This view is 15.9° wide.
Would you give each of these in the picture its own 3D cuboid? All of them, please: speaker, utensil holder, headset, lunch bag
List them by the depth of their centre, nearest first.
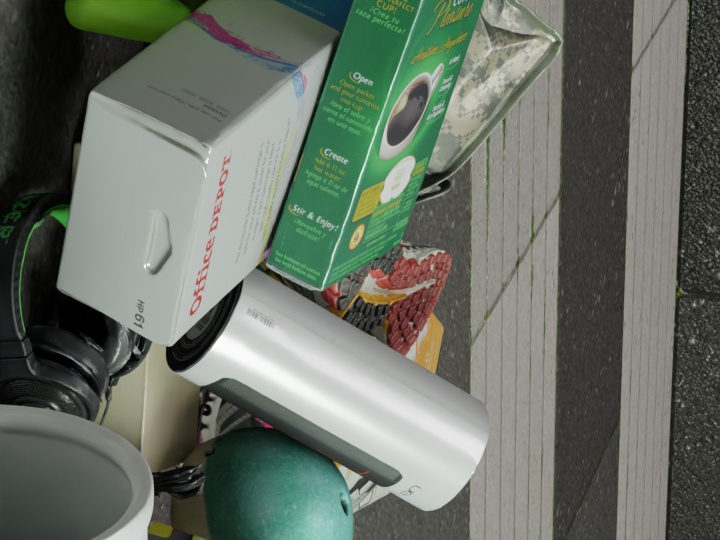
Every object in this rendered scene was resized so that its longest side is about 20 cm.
[{"bbox_3d":[-0.191,0.196,1.332,0.170,0.169,0.201,-54,149,-60],"label":"utensil holder"},{"bbox_3d":[-0.156,0.049,1.511,0.124,0.093,0.201,-54,135,-53],"label":"headset"},{"bbox_3d":[-0.017,0.071,1.588,0.199,0.081,0.082,31,58,-25],"label":"speaker"},{"bbox_3d":[0.006,-0.120,1.682,0.200,0.164,0.118,-50,122,-9],"label":"lunch bag"}]

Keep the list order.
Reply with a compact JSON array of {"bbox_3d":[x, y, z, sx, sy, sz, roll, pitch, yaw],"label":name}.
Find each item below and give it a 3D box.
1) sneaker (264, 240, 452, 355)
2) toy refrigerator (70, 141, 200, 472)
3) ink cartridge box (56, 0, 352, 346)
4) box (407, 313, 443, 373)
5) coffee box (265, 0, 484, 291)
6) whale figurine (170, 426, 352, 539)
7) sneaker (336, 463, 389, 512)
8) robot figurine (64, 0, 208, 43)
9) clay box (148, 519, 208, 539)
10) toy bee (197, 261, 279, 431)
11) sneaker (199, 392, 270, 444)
[{"bbox_3d":[0.000,0.000,1.685,0.078,0.082,0.200,-62,157,-3],"label":"sneaker"},{"bbox_3d":[-0.143,0.020,1.605,0.076,0.070,0.201,-16,111,-65],"label":"toy refrigerator"},{"bbox_3d":[-0.082,-0.071,1.480,0.200,0.084,0.145,-46,157,-49],"label":"ink cartridge box"},{"bbox_3d":[-0.009,0.071,2.033,0.200,0.097,0.125,49,50,-69],"label":"box"},{"bbox_3d":[0.014,-0.096,1.511,0.123,0.044,0.201,-32,144,-61],"label":"coffee box"},{"bbox_3d":[-0.039,0.190,1.623,0.201,0.103,0.159,63,21,-19],"label":"whale figurine"},{"bbox_3d":[-0.020,0.168,1.922,0.200,0.087,0.076,-55,-133,40],"label":"sneaker"},{"bbox_3d":[-0.117,-0.220,1.500,0.200,0.115,0.177,55,34,-67],"label":"robot figurine"},{"bbox_3d":[-0.115,0.204,1.529,0.048,0.199,0.115,-52,147,-37],"label":"clay box"},{"bbox_3d":[-0.077,0.034,1.756,0.108,0.131,0.201,18,84,-31],"label":"toy bee"},{"bbox_3d":[-0.070,0.149,1.856,0.074,0.087,0.201,38,61,-61],"label":"sneaker"}]
